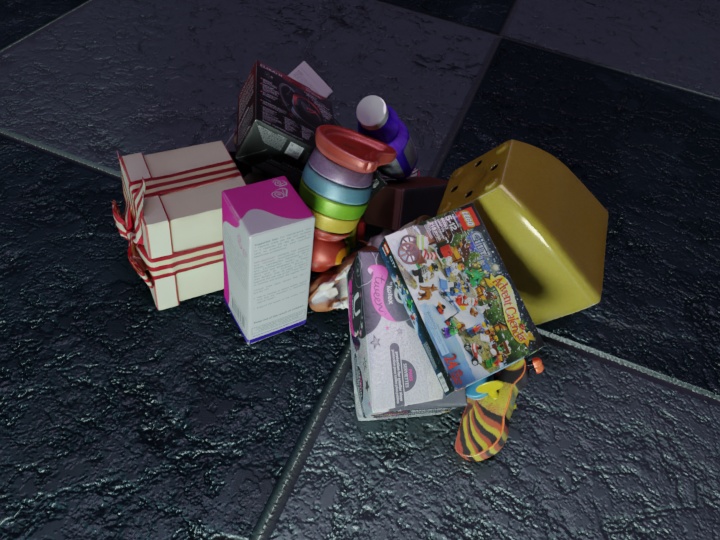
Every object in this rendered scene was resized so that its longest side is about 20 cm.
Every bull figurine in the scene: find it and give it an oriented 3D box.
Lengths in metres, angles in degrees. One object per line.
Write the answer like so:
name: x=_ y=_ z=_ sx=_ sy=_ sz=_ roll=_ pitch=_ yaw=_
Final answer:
bull figurine: x=0.000 y=0.000 z=1.017 sx=0.199 sy=0.120 sz=0.066 roll=-38 pitch=103 yaw=-28

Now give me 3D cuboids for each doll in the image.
doll: x=-0.223 y=-0.156 z=1.112 sx=0.197 sy=0.141 sz=0.048 roll=19 pitch=17 yaw=42

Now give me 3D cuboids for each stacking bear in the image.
stacking bear: x=-0.040 y=-0.091 z=0.949 sx=0.111 sy=0.205 sz=0.121 roll=26 pitch=26 yaw=14

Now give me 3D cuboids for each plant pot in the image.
plant pot: x=0.217 y=-0.061 z=0.943 sx=0.201 sy=0.193 sz=0.197 roll=47 pitch=43 yaw=-22

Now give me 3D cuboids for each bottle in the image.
bottle: x=0.038 y=-0.207 z=1.031 sx=0.082 sy=0.200 sz=0.067 roll=26 pitch=85 yaw=18

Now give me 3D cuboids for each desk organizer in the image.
desk organizer: x=0.094 y=-0.117 z=1.125 sx=0.075 sy=0.074 sz=0.197 roll=17 pitch=19 yaw=34

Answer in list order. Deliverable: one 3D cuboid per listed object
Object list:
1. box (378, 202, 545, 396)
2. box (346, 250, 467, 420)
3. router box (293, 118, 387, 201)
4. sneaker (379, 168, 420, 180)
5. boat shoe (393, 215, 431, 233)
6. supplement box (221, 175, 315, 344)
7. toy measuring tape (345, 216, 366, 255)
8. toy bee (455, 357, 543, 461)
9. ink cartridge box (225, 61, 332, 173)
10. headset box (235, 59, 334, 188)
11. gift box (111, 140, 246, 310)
box: x=0.123 y=0.031 z=0.814 sx=0.133 sy=0.038 sz=0.205 roll=-20 pitch=75 yaw=-18
box: x=0.054 y=0.085 z=0.867 sx=0.127 sy=0.115 sz=0.207 roll=-2 pitch=73 yaw=-11
router box: x=-0.055 y=-0.149 z=1.088 sx=0.150 sy=0.062 sz=0.201 roll=-44 pitch=36 yaw=10
sneaker: x=0.014 y=-0.190 z=1.200 sx=0.193 sy=0.077 sz=0.081 roll=10 pitch=9 yaw=-2
boat shoe: x=0.127 y=0.004 z=1.005 sx=0.201 sy=0.062 sz=0.074 roll=46 pitch=43 yaw=-27
supplement box: x=-0.133 y=-0.013 z=0.927 sx=0.101 sy=0.204 sz=0.102 roll=-18 pitch=50 yaw=-25
toy measuring tape: x=-0.017 y=-0.101 z=1.130 sx=0.071 sy=0.075 sz=0.203 roll=11 pitch=45 yaw=2
toy bee: x=0.182 y=0.144 z=0.857 sx=0.105 sy=0.208 sz=0.130 roll=-1 pitch=-4 yaw=24
ink cartridge box: x=-0.153 y=-0.272 z=1.212 sx=0.085 sy=0.147 sz=0.201 roll=43 pitch=46 yaw=-8
headset box: x=-0.116 y=-0.231 z=1.036 sx=0.145 sy=0.075 sz=0.204 roll=22 pitch=37 yaw=-27
gift box: x=-0.269 y=-0.085 z=0.984 sx=0.182 sy=0.204 sz=0.186 roll=-17 pitch=44 yaw=-23
